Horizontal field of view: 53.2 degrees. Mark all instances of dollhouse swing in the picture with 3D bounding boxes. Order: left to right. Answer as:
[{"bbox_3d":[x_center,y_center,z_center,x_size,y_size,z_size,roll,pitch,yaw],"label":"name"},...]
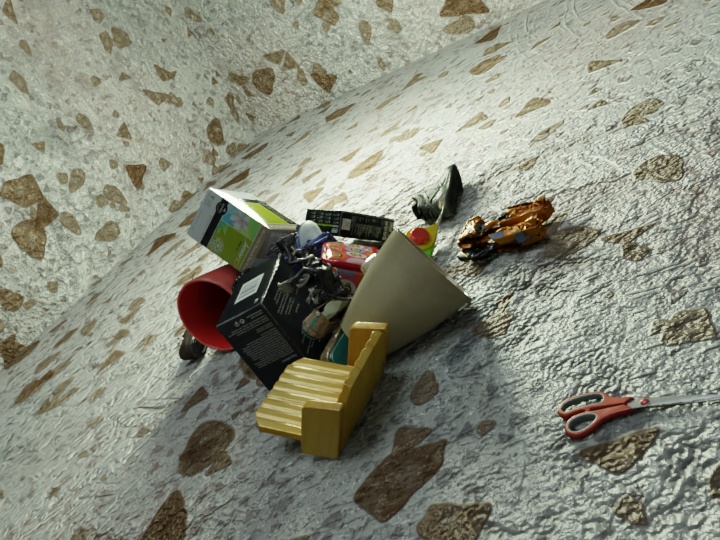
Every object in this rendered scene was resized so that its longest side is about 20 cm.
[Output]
[{"bbox_3d":[-0.073,0.179,1.197,0.175,0.182,0.200,19,45,16],"label":"dollhouse swing"}]

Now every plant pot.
[{"bbox_3d":[-0.321,0.070,1.777,0.200,0.201,0.177,-19,16,32],"label":"plant pot"},{"bbox_3d":[0.064,0.058,1.300,0.200,0.187,0.187,-47,21,7],"label":"plant pot"}]

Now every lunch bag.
[{"bbox_3d":[0.000,0.000,1.524,0.176,0.082,0.200,10,14,-5],"label":"lunch bag"}]

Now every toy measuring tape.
[{"bbox_3d":[0.136,-0.087,1.580,0.073,0.074,0.200,-16,41,37],"label":"toy measuring tape"}]

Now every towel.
[{"bbox_3d":[-0.103,-0.021,1.711,0.145,0.024,0.200,-31,-21,7],"label":"towel"}]

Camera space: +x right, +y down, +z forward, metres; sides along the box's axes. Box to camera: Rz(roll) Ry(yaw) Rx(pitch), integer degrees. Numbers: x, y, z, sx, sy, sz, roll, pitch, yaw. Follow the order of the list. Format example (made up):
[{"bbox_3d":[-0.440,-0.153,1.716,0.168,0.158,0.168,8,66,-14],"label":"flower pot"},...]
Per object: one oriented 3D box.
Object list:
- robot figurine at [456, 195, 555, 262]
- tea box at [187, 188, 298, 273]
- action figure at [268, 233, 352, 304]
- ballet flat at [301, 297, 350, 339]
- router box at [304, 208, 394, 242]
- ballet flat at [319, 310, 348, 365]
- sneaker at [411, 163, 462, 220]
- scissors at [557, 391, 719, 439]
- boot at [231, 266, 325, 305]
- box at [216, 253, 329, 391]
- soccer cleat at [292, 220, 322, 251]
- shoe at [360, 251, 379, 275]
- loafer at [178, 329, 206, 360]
[{"bbox_3d":[0.277,-0.081,1.416,0.200,0.058,0.145,-16,27,36],"label":"robot figurine"},{"bbox_3d":[-0.276,-0.094,1.768,0.134,0.197,0.200,-61,-18,12],"label":"tea box"},{"bbox_3d":[-0.096,0.017,1.379,0.102,0.119,0.200,-49,46,5],"label":"action figure"},{"bbox_3d":[-0.049,0.084,1.448,0.067,0.068,0.200,-59,-10,22],"label":"ballet flat"},{"bbox_3d":[-0.031,-0.112,1.791,0.150,0.062,0.200,6,3,-30],"label":"router box"},{"bbox_3d":[-0.027,0.128,1.401,0.065,0.071,0.200,-35,11,44],"label":"ballet flat"},{"bbox_3d":[0.184,-0.188,1.744,0.114,0.076,0.200,-12,35,29],"label":"sneaker"},{"bbox_3d":[0.340,0.161,0.890,0.200,0.014,0.073,-24,22,26],"label":"scissors"},{"bbox_3d":[-0.172,0.038,1.647,0.211,0.158,0.080,-30,34,13],"label":"boot"},{"bbox_3d":[-0.165,0.109,1.440,0.117,0.200,0.197,-28,22,20],"label":"box"},{"bbox_3d":[-0.132,-0.030,1.779,0.070,0.200,0.086,-23,54,-31],"label":"soccer cleat"},{"bbox_3d":[0.085,-0.013,1.427,0.200,0.070,0.053,-5,-47,-48],"label":"shoe"},{"bbox_3d":[-0.433,0.161,1.872,0.071,0.073,0.200,-26,23,16],"label":"loafer"}]
